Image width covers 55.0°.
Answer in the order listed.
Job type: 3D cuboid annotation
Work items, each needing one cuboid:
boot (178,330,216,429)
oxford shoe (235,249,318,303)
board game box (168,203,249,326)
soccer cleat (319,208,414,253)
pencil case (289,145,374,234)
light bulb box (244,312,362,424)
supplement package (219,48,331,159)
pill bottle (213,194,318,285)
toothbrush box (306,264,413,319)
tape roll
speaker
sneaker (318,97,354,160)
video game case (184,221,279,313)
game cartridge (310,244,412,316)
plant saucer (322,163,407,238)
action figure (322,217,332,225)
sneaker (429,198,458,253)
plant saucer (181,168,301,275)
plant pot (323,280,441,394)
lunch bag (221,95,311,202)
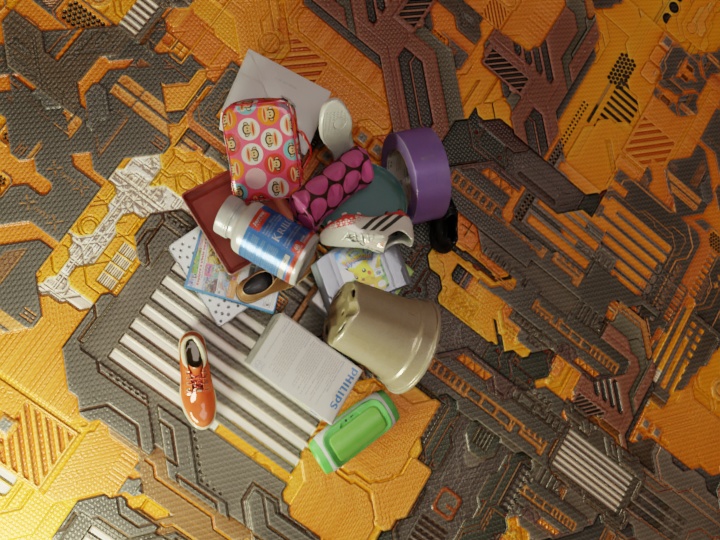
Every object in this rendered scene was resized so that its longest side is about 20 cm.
[{"bbox_3d":[-0.335,0.226,1.408,0.073,0.107,0.206,-10,88,-16],"label":"boot"},{"bbox_3d":[-0.167,0.007,1.448,0.198,0.071,0.072,-33,91,-17],"label":"oxford shoe"},{"bbox_3d":[-0.277,-0.019,1.490,0.198,0.026,0.202,-35,93,-15],"label":"board game box"},{"bbox_3d":[0.015,-0.071,1.393,0.194,0.070,0.087,-8,52,-14],"label":"soccer cleat"},{"bbox_3d":[-0.055,-0.166,1.422,0.199,0.090,0.095,-41,107,-21],"label":"pencil case"},{"bbox_3d":[-0.122,0.196,1.417,0.198,0.198,0.126,36,79,-8],"label":"light bulb box"},{"bbox_3d":[-0.188,-0.347,1.505,0.196,0.111,0.159,24,78,-10],"label":"supplement package"},{"bbox_3d":[-0.190,-0.066,1.382,0.196,0.112,0.114,28,78,2],"label":"pill bottle"},{"bbox_3d":[-0.001,0.037,1.523,0.145,0.086,0.202,39,75,-6],"label":"toothbrush box"},{"bbox_3d":[0.119,-0.206,1.520,0.083,0.200,0.206,-13,87,-16],"label":"tape roll"},{"bbox_3d":[-0.013,0.345,1.487,0.198,0.088,0.090,-34,92,-15],"label":"speaker"},{"bbox_3d":[-0.063,-0.317,1.463,0.072,0.202,0.120,-21,62,-4],"label":"sneaker"},{"bbox_3d":[-0.260,-0.006,1.471,0.195,0.018,0.147,17,80,-12],"label":"video game case"},{"bbox_3d":[0.000,0.000,1.467,0.196,0.040,0.136,-21,83,-13],"label":"game cartridge"},{"bbox_3d":[0.002,-0.138,1.475,0.194,0.028,0.205,2,65,-4],"label":"plant saucer"},{"bbox_3d":[-0.057,-0.161,1.531,0.130,0.070,0.199,44,66,9],"label":"action figure"},{"bbox_3d":[0.191,-0.146,1.590,0.074,0.091,0.206,-14,86,-14],"label":"sneaker"},{"bbox_3d":[-0.247,-0.115,1.466,0.197,0.037,0.202,-31,82,-24],"label":"plant saucer"},{"bbox_3d":[0.032,0.116,1.381,0.181,0.199,0.205,27,78,-22],"label":"plant pot"},{"bbox_3d":[-0.185,-0.247,1.407,0.171,0.082,0.206,-5,108,-2],"label":"lunch bag"}]
